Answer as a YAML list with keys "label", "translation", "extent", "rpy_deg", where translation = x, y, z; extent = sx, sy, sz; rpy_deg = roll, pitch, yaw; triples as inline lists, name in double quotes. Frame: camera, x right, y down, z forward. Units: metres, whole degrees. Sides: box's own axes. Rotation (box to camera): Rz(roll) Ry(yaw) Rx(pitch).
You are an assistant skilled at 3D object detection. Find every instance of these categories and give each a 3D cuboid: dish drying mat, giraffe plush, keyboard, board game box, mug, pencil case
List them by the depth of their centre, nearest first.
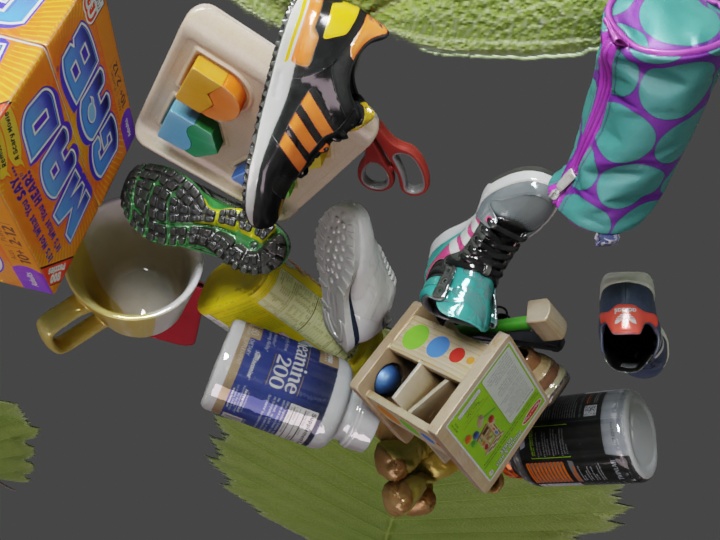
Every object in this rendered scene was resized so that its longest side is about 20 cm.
- label: "pencil case"
  translation: [0.200, -0.111, 0.542]
  extent: [0.092, 0.085, 0.200]
  rpy_deg: [-13, 147, -7]
- label: "board game box"
  translation: [-0.333, -0.133, 0.606]
  extent: [0.199, 0.201, 0.200]
  rpy_deg: [13, 148, 1]
- label: "mug"
  translation: [-0.282, 0.012, 0.861]
  extent: [0.185, 0.150, 0.153]
  rpy_deg: [-6, 161, -16]
- label: "keyboard"
  translation: [0.153, 0.065, 0.892]
  extent: [0.199, 0.040, 0.104]
  rpy_deg: [7, 170, 9]
- label: "dish drying mat"
  translation: [-0.267, 0.057, 1.043]
  extent: [0.076, 0.018, 0.200]
  rpy_deg: [18, 147, -7]
- label: "giraffe plush"
  translation: [0.130, 0.272, 1.078]
  extent: [0.161, 0.174, 0.200]
  rpy_deg: [-13, 174, 24]

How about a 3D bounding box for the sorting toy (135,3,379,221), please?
- label: "sorting toy"
  translation: [-0.106, -0.127, 0.670]
  extent: [0.185, 0.037, 0.200]
  rpy_deg: [29, 146, -18]

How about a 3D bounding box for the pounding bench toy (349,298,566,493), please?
- label: "pounding bench toy"
  translation: [0.114, 0.103, 0.800]
  extent: [0.156, 0.200, 0.124]
  rpy_deg: [21, 156, 49]

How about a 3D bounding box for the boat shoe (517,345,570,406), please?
- label: "boat shoe"
  translation: [0.178, 0.127, 0.923]
  extent: [0.074, 0.076, 0.200]
  rpy_deg: [44, 154, -13]

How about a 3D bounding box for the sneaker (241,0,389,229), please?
- label: "sneaker"
  translation: [-0.038, -0.115, 0.583]
  extent: [0.089, 0.070, 0.201]
  rpy_deg: [14, 117, -7]

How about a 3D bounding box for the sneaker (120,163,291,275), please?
- label: "sneaker"
  translation: [-0.168, -0.051, 0.785]
  extent: [0.199, 0.078, 0.085]
  rpy_deg: [27, -176, 4]

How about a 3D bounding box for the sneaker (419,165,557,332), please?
- label: "sneaker"
  translation: [0.119, -0.006, 0.700]
  extent: [0.083, 0.121, 0.200]
  rpy_deg: [23, 146, -13]

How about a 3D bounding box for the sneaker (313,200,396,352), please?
- label: "sneaker"
  translation: [0.000, 0.000, 0.813]
  extent: [0.080, 0.076, 0.201]
  rpy_deg: [-21, 138, -22]

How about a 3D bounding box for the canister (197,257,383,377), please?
- label: "canister"
  translation: [-0.089, 0.063, 0.921]
  extent: [0.148, 0.087, 0.200]
  rpy_deg: [-18, 135, 39]

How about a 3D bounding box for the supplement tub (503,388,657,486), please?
- label: "supplement tub"
  translation: [0.292, 0.234, 1.000]
  extent: [0.199, 0.123, 0.122]
  rpy_deg: [-15, 138, 39]

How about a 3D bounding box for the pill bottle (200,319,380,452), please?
- label: "pill bottle"
  translation: [-0.077, 0.142, 0.855]
  extent: [0.199, 0.111, 0.111]
  rpy_deg: [22, 147, -9]

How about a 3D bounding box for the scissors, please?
- label: "scissors"
  translation: [0.012, -0.135, 0.648]
  extent: [0.073, 0.014, 0.200]
  rpy_deg: [3, 145, 22]

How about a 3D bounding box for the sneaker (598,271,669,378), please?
- label: "sneaker"
  translation: [0.301, 0.087, 0.807]
  extent: [0.075, 0.085, 0.200]
  rpy_deg: [-5, 143, 28]
